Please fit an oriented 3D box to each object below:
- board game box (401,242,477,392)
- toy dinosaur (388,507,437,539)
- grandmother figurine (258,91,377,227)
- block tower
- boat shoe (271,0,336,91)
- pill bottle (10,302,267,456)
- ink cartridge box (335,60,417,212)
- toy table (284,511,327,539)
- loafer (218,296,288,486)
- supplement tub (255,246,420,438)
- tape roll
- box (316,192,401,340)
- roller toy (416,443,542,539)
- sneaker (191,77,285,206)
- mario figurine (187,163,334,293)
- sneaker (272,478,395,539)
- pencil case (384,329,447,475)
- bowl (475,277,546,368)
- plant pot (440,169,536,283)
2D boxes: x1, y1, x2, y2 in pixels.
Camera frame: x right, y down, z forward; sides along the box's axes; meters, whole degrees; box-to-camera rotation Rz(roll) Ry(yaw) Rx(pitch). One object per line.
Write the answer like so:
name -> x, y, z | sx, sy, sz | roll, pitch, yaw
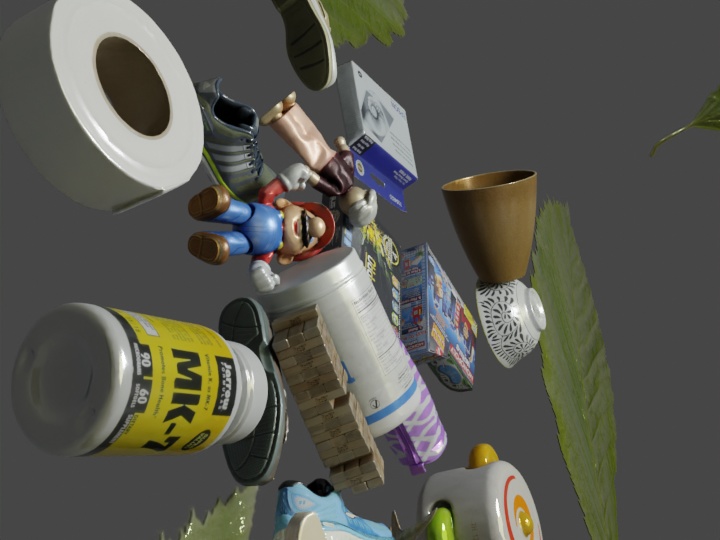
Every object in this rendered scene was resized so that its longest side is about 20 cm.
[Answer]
board game box -> 0.114, 0.097, 1.368 | 0.200, 0.062, 0.200 | 56, 30, -30
toy dinosaur -> 0.047, 0.333, 1.017 | 0.200, 0.058, 0.101 | 111, -24, -68
grandmother figurine -> -0.047, -0.143, 1.156 | 0.200, 0.061, 0.121 | 51, 49, -10
block tower -> -0.034, 0.140, 0.919 | 0.058, 0.054, 0.200 | -89, 157, -76
boat shoe -> -0.075, -0.363, 1.283 | 0.068, 0.075, 0.200 | -14, 85, -60
pill bottle -> -0.171, 0.095, 0.712 | 0.200, 0.114, 0.114 | 19, 56, -60
ink cartridge box -> 0.032, -0.221, 1.446 | 0.200, 0.041, 0.200 | 28, 48, -56
toy table -> -0.049, 0.318, 0.755 | 0.117, 0.184, 0.200 | -27, 110, -49
loafer -> -0.102, 0.125, 0.892 | 0.063, 0.072, 0.200 | 42, 35, -57
supplement tub -> -0.024, 0.088, 1.003 | 0.200, 0.132, 0.132 | 65, 25, -12
tape roll -> -0.236, -0.159, 0.810 | 0.202, 0.071, 0.203 | 46, 34, -44
box -> 0.000, 0.000, 1.214 | 0.161, 0.049, 0.200 | 45, 34, -37
roller toy -> 0.175, 0.364, 1.210 | 0.183, 0.140, 0.200 | 63, 25, -18
sneaker -> -0.141, -0.139, 0.980 | 0.200, 0.081, 0.074 | 44, 36, -45
mario figurine -> -0.092, -0.051, 0.965 | 0.106, 0.124, 0.200 | 41, 24, 27
sneaker -> -0.024, 0.270, 0.942 | 0.200, 0.078, 0.090 | 37, 36, -53
pencil case -> 0.047, 0.168, 1.147 | 0.200, 0.084, 0.086 | 61, 18, -23
bowl -> 0.317, 0.091, 1.755 | 0.201, 0.094, 0.201 | 43, 38, -46
plant pot -> 0.266, -0.082, 1.700 | 0.186, 0.186, 0.200 | -36, 119, -64
